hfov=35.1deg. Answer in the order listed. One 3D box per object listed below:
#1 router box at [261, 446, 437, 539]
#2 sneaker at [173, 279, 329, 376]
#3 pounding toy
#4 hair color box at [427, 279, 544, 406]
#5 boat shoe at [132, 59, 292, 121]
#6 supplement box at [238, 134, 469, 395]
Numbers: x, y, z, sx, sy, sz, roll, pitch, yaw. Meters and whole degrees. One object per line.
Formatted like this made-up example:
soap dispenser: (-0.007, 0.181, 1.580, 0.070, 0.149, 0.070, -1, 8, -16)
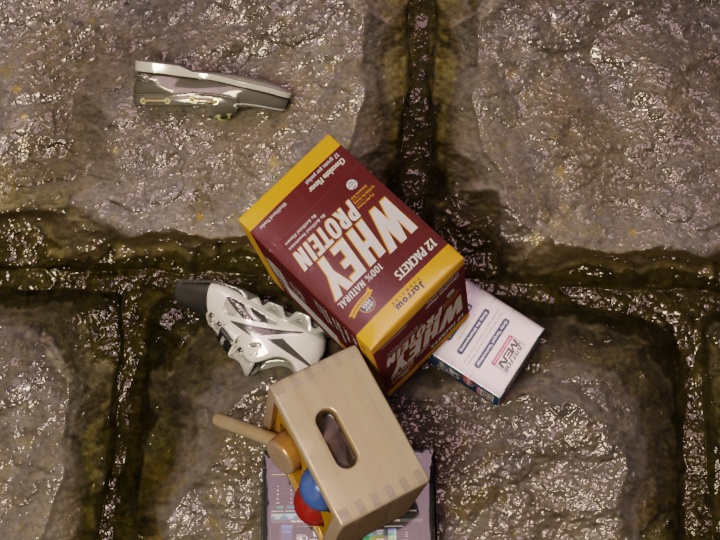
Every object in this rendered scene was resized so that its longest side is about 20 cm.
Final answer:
router box: (-0.012, 0.278, 1.272, 0.198, 0.062, 0.151, -1, 72, 3)
sneaker: (-0.138, 0.073, 1.337, 0.198, 0.074, 0.089, 20, 73, 10)
pounding toy: (-0.050, 0.184, 1.189, 0.141, 0.184, 0.201, -24, 71, -17)
hair color box: (0.104, 0.061, 1.332, 0.199, 0.061, 0.100, 33, 78, 13)
boat shoe: (-0.187, -0.222, 1.436, 0.200, 0.072, 0.061, 9, 102, -5)
supplement box: (0.000, 0.000, 1.224, 0.133, 0.197, 0.200, -44, 71, -9)
